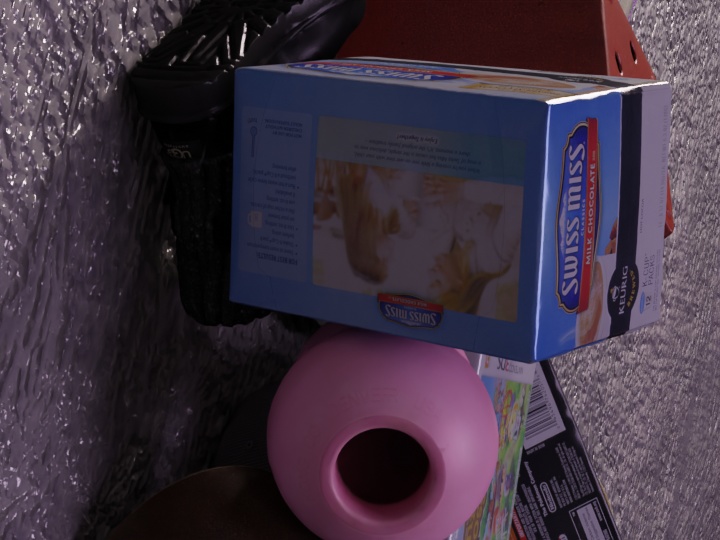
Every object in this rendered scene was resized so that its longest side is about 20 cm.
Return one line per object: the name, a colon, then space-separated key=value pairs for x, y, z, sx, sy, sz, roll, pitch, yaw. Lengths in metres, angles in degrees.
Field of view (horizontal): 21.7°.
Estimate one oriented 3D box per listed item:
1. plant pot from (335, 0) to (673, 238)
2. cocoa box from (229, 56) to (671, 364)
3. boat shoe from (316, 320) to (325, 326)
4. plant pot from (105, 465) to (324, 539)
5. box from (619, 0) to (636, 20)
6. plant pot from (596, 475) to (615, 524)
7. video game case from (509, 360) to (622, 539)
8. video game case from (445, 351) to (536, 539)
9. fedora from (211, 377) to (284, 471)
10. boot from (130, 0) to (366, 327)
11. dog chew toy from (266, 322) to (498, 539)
plant pot: x=0.103 y=-0.091 z=1.253 sx=0.200 sy=0.176 sz=0.201 roll=52 pitch=31 yaw=-49
cocoa box: x=0.045 y=-0.039 z=0.991 sx=0.131 sy=0.199 sz=0.134 roll=-12 pitch=108 yaw=-52
boat shoe: x=0.000 y=0.000 z=1.297 sx=0.072 sy=0.061 sz=0.201 roll=-44 pitch=158 yaw=12
plant pot: x=-0.031 y=0.230 z=1.003 sx=0.186 sy=0.200 sz=0.188 roll=-18 pitch=120 yaw=-35
box: x=0.175 y=-0.234 z=1.550 sx=0.176 sy=0.096 sz=0.200 roll=103 pitch=13 yaw=-45
plant pot: x=0.079 y=0.215 z=1.440 sx=0.142 sy=0.199 sz=0.201 roll=135 pitch=-31 yaw=-73
video game case: x=0.081 y=0.163 z=1.343 sx=0.201 sy=0.180 sz=0.025 roll=68 pitch=-16 yaw=-7
video game case: x=0.078 y=0.141 z=1.241 sx=0.182 sy=0.022 sz=0.201 roll=19 pitch=80 yaw=-73
fedora: x=-0.034 y=0.128 z=1.204 sx=0.200 sy=0.090 sz=0.177 roll=-62 pitch=150 yaw=-29
boot: x=-0.052 y=-0.081 z=1.090 sx=0.211 sy=0.079 sz=0.158 roll=-45 pitch=133 yaw=-42
dog chew toy: x=0.013 y=0.076 z=1.048 sx=0.200 sy=0.124 sz=0.125 roll=-86 pitch=177 yaw=-74
